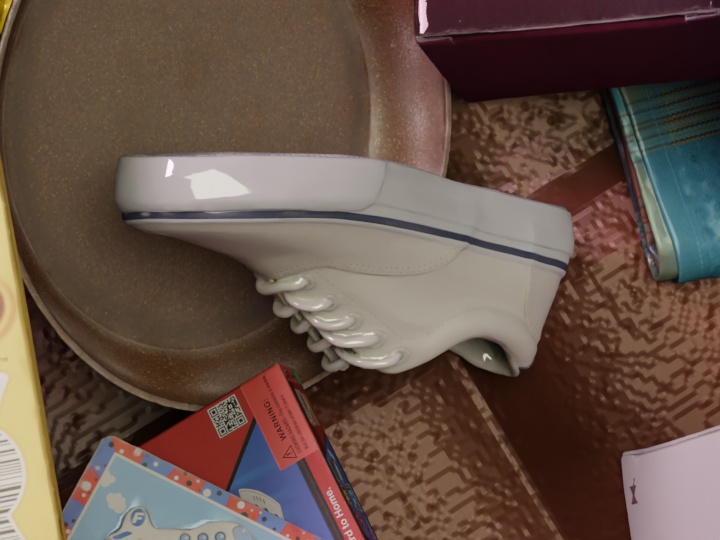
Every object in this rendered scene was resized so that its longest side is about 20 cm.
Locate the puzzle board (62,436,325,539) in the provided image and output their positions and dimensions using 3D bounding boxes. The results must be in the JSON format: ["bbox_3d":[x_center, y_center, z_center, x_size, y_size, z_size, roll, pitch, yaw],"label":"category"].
[{"bbox_3d":[-0.030,0.160,0.859,0.200,0.017,0.151,25,74,11],"label":"puzzle board"}]

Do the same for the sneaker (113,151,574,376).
[{"bbox_3d":[0.000,0.000,0.921,0.200,0.073,0.071,10,85,-41],"label":"sneaker"}]

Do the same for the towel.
[{"bbox_3d":[0.185,-0.084,1.042,0.200,0.022,0.147,-14,84,-16],"label":"towel"}]

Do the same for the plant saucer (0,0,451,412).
[{"bbox_3d":[-0.051,-0.052,0.939,0.200,0.032,0.201,-6,100,-39],"label":"plant saucer"}]

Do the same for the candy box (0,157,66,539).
[{"bbox_3d":[-0.138,-0.004,0.841,0.056,0.117,0.200,-11,90,-12],"label":"candy box"}]

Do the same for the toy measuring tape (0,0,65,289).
[{"bbox_3d":[-0.146,-0.009,0.930,0.073,0.074,0.200,16,78,-10],"label":"toy measuring tape"}]

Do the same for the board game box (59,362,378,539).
[{"bbox_3d":[-0.025,0.143,0.898,0.103,0.019,0.200,-31,72,13],"label":"board game box"}]

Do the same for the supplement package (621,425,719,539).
[{"bbox_3d":[0.180,0.122,0.911,0.111,0.200,0.156,-5,82,-13],"label":"supplement package"}]

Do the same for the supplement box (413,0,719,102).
[{"bbox_3d":[0.078,-0.171,0.976,0.110,0.086,0.201,-4,78,13],"label":"supplement box"}]
